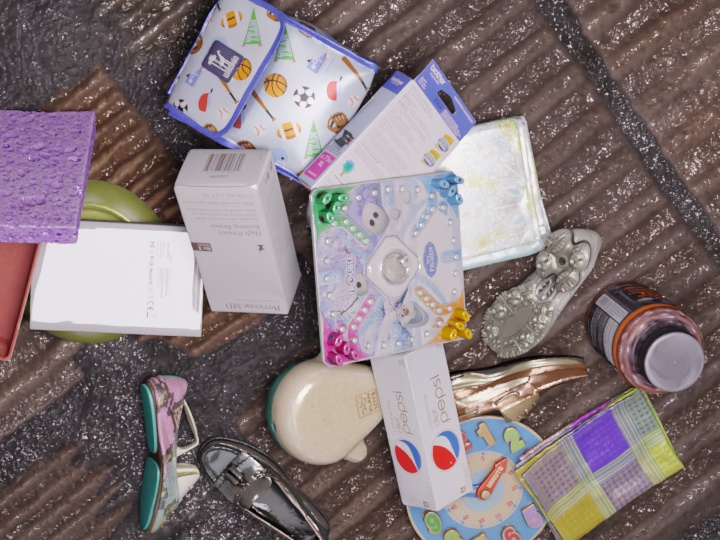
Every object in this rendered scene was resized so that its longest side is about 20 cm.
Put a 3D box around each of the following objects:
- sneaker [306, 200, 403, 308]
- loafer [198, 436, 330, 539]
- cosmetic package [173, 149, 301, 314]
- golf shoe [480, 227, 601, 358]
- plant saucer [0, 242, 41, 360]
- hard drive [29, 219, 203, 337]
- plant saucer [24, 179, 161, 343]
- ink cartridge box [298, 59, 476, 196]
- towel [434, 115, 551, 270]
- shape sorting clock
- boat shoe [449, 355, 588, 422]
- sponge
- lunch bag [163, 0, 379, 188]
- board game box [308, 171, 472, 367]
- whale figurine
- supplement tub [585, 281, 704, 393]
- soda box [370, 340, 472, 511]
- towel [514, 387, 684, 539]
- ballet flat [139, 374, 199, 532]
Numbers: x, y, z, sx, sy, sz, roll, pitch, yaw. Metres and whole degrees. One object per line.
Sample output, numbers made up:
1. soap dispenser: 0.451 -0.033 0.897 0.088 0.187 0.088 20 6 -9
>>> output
1. sneaker: 0.000 0.000 1.600 0.075 0.115 0.200 -27 103 0
2. loafer: -0.115 0.279 1.673 0.200 0.063 0.072 39 95 -12
3. cosmetic package: -0.137 -0.042 1.543 0.101 0.074 0.200 1 133 15
4. golf shoe: 0.230 0.028 1.651 0.078 0.097 0.200 48 122 15
5. plant saucer: -0.457 -0.022 1.561 0.200 0.037 0.200 19 100 13
6. hard drive: -0.284 0.008 1.587 0.199 0.027 0.132 3 101 -6
7. plant saucer: -0.325 -0.007 1.609 0.199 0.031 0.201 -1 102 -6
8. ink cartridge box: 0.033 -0.137 1.538 0.200 0.042 0.119 -46 132 -4
9. towel: 0.122 -0.086 1.632 0.199 0.048 0.172 -13 100 -3
10. shape sorting clock: 0.155 0.279 1.713 0.199 0.039 0.201 -1 102 -5
11. boat shoe: 0.182 0.150 1.667 0.199 0.076 0.074 -11 88 6
12. sponge: -0.361 -0.108 1.507 0.111 0.200 0.030 2 135 -5
13. lunch bag: -0.103 -0.210 1.543 0.200 0.124 0.170 29 97 -7
14. board game box: 0.040 -0.003 1.531 0.200 0.026 0.201 -10 101 -32
15. whale figurine: -0.025 0.156 1.653 0.200 0.104 0.160 -20 105 -27
16. supplement tub: 0.343 0.083 1.609 0.107 0.200 0.107 -1 102 -6
17. soda box: 0.073 0.183 1.625 0.068 0.064 0.201 -23 106 -40
18. towel: 0.304 0.250 1.716 0.200 0.023 0.144 -31 108 -7
19. ballet flat: -0.233 0.225 1.654 0.071 0.069 0.201 -3 102 -25
